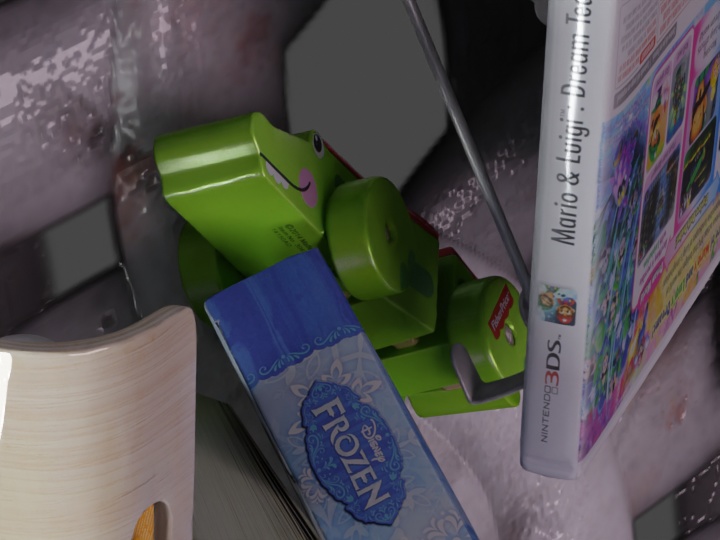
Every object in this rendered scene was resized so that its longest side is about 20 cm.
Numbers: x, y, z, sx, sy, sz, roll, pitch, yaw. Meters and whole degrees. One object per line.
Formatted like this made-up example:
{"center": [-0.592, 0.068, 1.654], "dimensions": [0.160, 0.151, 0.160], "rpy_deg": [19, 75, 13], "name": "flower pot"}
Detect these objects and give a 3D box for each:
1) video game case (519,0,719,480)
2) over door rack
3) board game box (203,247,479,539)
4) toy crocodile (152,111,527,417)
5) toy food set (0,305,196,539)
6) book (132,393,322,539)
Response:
{"center": [0.092, -0.060, 0.891], "dimensions": [0.200, 0.024, 0.183], "rpy_deg": [-49, 145, -58], "name": "video game case"}
{"center": [0.064, -0.081, 0.912], "dimensions": [0.148, 0.066, 0.201], "rpy_deg": [-50, 133, -55], "name": "over door rack"}
{"center": [0.031, 0.122, 0.891], "dimensions": [0.043, 0.199, 0.200], "rpy_deg": [-27, 149, -2], "name": "board game box"}
{"center": [0.000, 0.000, 0.937], "dimensions": [0.200, 0.067, 0.062], "rpy_deg": [39, 44, -48], "name": "toy crocodile"}
{"center": [-0.139, 0.058, 0.718], "dimensions": [0.060, 0.199, 0.144], "rpy_deg": [-54, 151, -60], "name": "toy food set"}
{"center": [-0.059, 0.120, 0.837], "dimensions": [0.048, 0.200, 0.134], "rpy_deg": [16, 99, -14], "name": "book"}
